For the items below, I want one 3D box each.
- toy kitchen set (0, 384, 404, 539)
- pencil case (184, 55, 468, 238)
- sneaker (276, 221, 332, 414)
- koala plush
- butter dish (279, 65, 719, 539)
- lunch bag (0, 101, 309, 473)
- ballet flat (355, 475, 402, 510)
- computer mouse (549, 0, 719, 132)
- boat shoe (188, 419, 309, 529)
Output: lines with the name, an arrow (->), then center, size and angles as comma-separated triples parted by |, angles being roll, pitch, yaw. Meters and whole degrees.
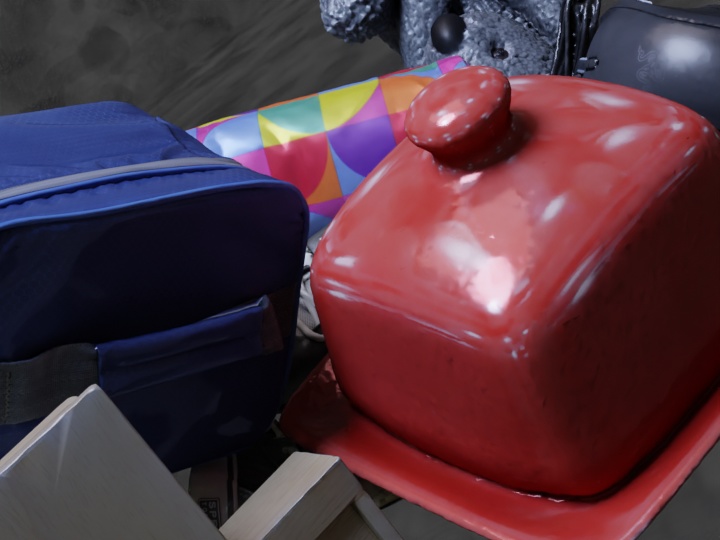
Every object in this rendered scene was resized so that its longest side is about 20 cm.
toy kitchen set -> -0.113, 0.135, 0.591 | 0.200, 0.163, 0.180 | -44, 17, -23
pencil case -> -0.018, -0.056, 0.833 | 0.199, 0.089, 0.088 | -13, 18, 3
sneaker -> 0.000, 0.000, 0.759 | 0.199, 0.074, 0.089 | -28, -25, -32
koala plush -> 0.088, -0.127, 0.963 | 0.177, 0.184, 0.201 | -26, 40, 19
butter dish -> 0.062, -0.014, 0.603 | 0.199, 0.148, 0.200 | -43, 35, -23
lunch bag -> -0.112, 0.016, 0.626 | 0.199, 0.137, 0.132 | -14, 32, -40
ballet flat -> 0.045, 0.037, 0.717 | 0.066, 0.057, 0.200 | -18, 27, 48
computer mouse -> 0.123, -0.075, 0.776 | 0.200, 0.046, 0.141 | -138, 60, -68
boat shoe -> -0.047, 0.107, 0.724 | 0.063, 0.071, 0.200 | -5, 7, -4
